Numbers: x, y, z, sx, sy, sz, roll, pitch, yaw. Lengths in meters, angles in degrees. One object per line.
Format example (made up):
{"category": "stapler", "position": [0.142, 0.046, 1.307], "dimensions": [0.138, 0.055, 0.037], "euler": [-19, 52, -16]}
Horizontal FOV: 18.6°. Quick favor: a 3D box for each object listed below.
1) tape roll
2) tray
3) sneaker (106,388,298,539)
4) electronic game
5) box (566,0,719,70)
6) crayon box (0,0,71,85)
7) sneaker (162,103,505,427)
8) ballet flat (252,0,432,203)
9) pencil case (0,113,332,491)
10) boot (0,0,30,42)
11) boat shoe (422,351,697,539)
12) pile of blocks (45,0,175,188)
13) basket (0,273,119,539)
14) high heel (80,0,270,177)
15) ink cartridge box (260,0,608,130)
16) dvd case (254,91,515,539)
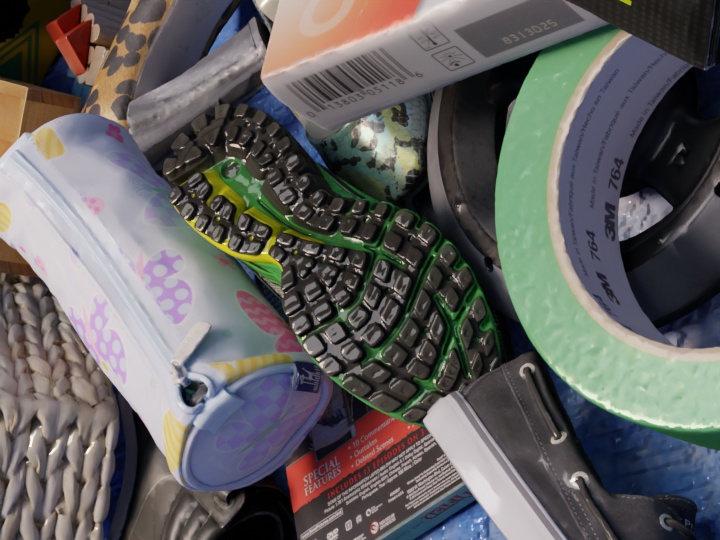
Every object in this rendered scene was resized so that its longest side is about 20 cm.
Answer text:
{"category": "tape roll", "position": [0.145, -0.034, 0.824], "dimensions": [0.200, 0.048, 0.201], "euler": [-14, 68, 36]}
{"category": "tray", "position": [-0.218, -0.062, 1.244], "dimensions": [0.200, 0.037, 0.099], "euler": [19, 100, 60]}
{"category": "sneaker", "position": [-0.069, 0.084, 1.075], "dimensions": [0.099, 0.071, 0.200], "euler": [-2, 79, 46]}
{"category": "electronic game", "position": [0.108, -0.069, 0.929], "dimensions": [0.200, 0.042, 0.200], "euler": [-14, 69, 40]}
{"category": "box", "position": [0.108, -0.175, 0.815], "dimensions": [0.193, 0.200, 0.048], "euler": [33, 144, 26]}
{"category": "crayon box", "position": [-0.236, -0.162, 1.380], "dimensions": [0.200, 0.051, 0.127], "euler": [-57, 41, 20]}
{"category": "sneaker", "position": [0.000, 0.000, 0.986], "dimensions": [0.078, 0.085, 0.200], "euler": [-47, 57, 4]}
{"category": "ballet flat", "position": [-0.019, -0.106, 1.057], "dimensions": [0.074, 0.074, 0.200], "euler": [-53, 34, 24]}
{"category": "pencil case", "position": [-0.099, 0.013, 1.028], "dimensions": [0.083, 0.091, 0.200], "euler": [-54, 54, 20]}
{"category": "boot", "position": [-0.270, -0.161, 1.294], "dimensions": [0.162, 0.198, 0.074], "euler": [-8, 104, 16]}
{"category": "boat shoe", "position": [0.102, 0.108, 0.858], "dimensions": [0.066, 0.070, 0.200], "euler": [-39, 51, 1]}
{"category": "pile of blocks", "position": [-0.149, -0.104, 1.243], "dimensions": [0.082, 0.062, 0.200], "euler": [-50, 43, 27]}
{"category": "basket", "position": [-0.198, 0.084, 1.127], "dimensions": [0.200, 0.123, 0.136], "euler": [-122, 40, -66]}
{"category": "high heel", "position": [-0.120, -0.133, 1.177], "dimensions": [0.142, 0.071, 0.200], "euler": [-34, 44, 16]}
{"category": "ink cartridge box", "position": [0.046, -0.170, 0.920], "dimensions": [0.162, 0.050, 0.200], "euler": [-18, 52, 40]}
{"category": "dvd case", "position": [0.010, 0.031, 1.031], "dimensions": [0.146, 0.022, 0.200], "euler": [-38, 50, 36]}
